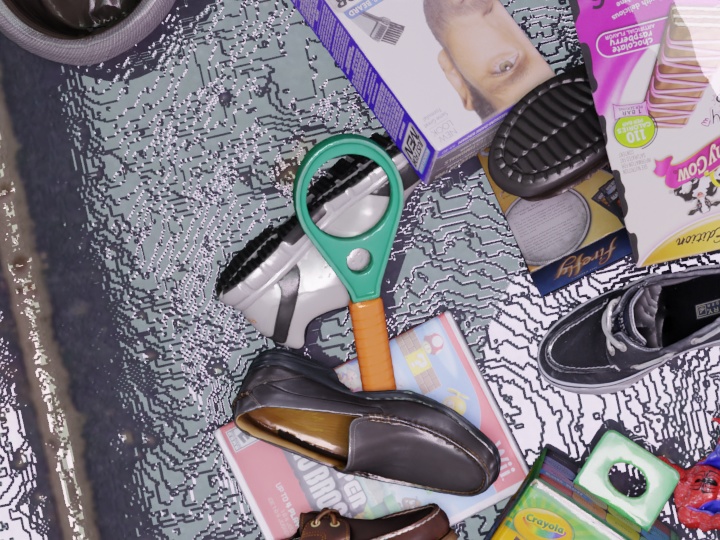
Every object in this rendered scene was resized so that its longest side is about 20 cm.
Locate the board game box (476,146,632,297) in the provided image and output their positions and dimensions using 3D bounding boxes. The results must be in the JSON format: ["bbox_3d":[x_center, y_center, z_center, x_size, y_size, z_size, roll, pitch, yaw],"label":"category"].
[{"bbox_3d":[0.192,-0.082,1.639,0.199,0.035,0.136,-26,52,6],"label":"board game box"}]

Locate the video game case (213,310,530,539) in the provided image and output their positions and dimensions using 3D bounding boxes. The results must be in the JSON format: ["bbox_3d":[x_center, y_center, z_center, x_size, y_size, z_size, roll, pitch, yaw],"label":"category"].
[{"bbox_3d":[0.010,0.138,1.698,0.199,0.017,0.144,-27,86,5],"label":"video game case"}]

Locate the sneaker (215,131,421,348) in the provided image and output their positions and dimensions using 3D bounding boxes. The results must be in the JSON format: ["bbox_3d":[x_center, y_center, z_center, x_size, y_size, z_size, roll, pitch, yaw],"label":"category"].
[{"bbox_3d":[-0.011,-0.026,1.686,0.200,0.074,0.080,-41,108,4],"label":"sneaker"}]

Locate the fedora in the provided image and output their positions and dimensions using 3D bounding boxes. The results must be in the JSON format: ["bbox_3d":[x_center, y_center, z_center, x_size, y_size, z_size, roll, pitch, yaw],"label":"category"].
[{"bbox_3d":[-0.207,-0.253,1.689,0.176,0.090,0.201,-18,94,7],"label":"fedora"}]

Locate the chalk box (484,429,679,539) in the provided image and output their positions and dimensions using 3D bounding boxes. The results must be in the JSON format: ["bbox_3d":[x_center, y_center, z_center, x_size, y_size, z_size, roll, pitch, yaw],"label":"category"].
[{"bbox_3d":[0.147,0.212,1.617,0.124,0.124,0.201,33,100,4],"label":"chalk box"}]

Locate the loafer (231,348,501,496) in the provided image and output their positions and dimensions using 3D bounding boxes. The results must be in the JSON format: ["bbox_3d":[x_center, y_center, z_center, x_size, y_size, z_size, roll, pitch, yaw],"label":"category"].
[{"bbox_3d":[0.001,0.124,1.645,0.199,0.072,0.073,17,122,10],"label":"loafer"}]

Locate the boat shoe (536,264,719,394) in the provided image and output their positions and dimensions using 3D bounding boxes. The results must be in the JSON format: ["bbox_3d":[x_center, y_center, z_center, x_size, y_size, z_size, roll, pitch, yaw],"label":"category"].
[{"bbox_3d":[0.200,0.038,1.619,0.199,0.068,0.072,-16,72,34],"label":"boat shoe"}]

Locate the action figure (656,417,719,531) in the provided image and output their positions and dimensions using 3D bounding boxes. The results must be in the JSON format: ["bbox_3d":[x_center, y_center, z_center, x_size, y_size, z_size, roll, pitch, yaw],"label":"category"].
[{"bbox_3d":[0.300,0.165,1.629,0.199,0.099,0.066,21,59,8],"label":"action figure"}]

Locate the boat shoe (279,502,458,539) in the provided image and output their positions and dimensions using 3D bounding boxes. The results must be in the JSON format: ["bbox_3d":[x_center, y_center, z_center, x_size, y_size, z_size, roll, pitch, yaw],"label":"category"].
[{"bbox_3d":[-0.031,0.208,1.657,0.199,0.070,0.071,-24,91,6],"label":"boat shoe"}]

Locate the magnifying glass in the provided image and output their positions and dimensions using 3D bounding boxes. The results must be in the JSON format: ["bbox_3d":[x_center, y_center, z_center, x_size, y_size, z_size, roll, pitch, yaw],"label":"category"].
[{"bbox_3d":[0.000,0.000,1.647,0.079,0.022,0.201,-12,111,-9],"label":"magnifying glass"}]

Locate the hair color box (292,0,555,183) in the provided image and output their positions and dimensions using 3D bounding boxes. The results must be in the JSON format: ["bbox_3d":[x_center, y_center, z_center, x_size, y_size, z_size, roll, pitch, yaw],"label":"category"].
[{"bbox_3d":[0.037,-0.176,1.639,0.109,0.065,0.201,-32,77,-18],"label":"hair color box"}]

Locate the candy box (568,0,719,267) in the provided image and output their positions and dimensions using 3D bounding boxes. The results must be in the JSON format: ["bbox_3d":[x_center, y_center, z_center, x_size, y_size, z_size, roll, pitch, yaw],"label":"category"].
[{"bbox_3d":[0.222,-0.116,1.497,0.135,0.061,0.201,-14,100,14],"label":"candy box"}]

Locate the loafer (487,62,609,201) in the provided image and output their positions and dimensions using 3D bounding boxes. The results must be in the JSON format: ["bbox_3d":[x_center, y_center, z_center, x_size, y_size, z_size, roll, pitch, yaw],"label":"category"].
[{"bbox_3d":[0.175,-0.108,1.596,0.200,0.071,0.073,-37,62,-13],"label":"loafer"}]
